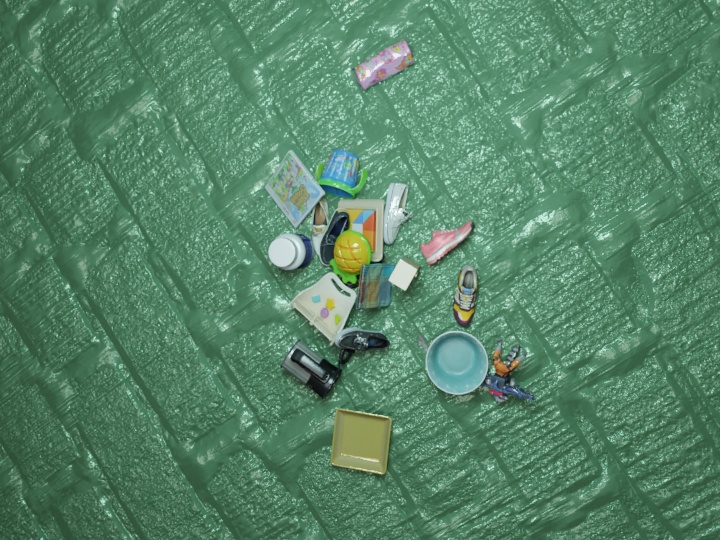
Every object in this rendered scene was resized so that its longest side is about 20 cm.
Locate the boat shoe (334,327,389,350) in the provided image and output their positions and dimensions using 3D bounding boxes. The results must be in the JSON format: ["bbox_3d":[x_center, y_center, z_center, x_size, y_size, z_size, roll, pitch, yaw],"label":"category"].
[{"bbox_3d":[0.011,0.236,1.726,0.197,0.066,0.071,9,102,-33],"label":"boat shoe"}]

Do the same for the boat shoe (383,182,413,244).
[{"bbox_3d":[0.130,-0.185,1.727,0.085,0.074,0.206,8,89,26],"label":"boat shoe"}]

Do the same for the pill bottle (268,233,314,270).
[{"bbox_3d":[-0.230,-0.063,1.734,0.117,0.200,0.122,1,94,9],"label":"pill bottle"}]

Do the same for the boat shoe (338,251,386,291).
[{"bbox_3d":[0.002,0.002,1.767,0.198,0.066,0.075,-32,89,10],"label":"boat shoe"}]

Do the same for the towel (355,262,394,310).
[{"bbox_3d":[0.051,0.051,1.699,0.021,0.199,0.150,10,96,31],"label":"towel"}]

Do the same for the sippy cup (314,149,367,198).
[{"bbox_3d":[-0.064,-0.322,1.731,0.175,0.140,0.133,17,86,-1],"label":"sippy cup"}]

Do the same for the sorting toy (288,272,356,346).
[{"bbox_3d":[-0.104,0.111,1.754,0.199,0.107,0.181,41,106,13],"label":"sorting toy"}]

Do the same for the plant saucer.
[{"bbox_3d":[0.004,0.583,1.814,0.196,0.048,0.204,7,94,9],"label":"plant saucer"}]

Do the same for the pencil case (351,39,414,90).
[{"bbox_3d":[0.075,-0.667,1.705,0.198,0.087,0.089,-26,89,11],"label":"pencil case"}]

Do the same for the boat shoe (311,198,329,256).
[{"bbox_3d":[-0.137,-0.143,1.780,0.073,0.068,0.204,-5,93,10],"label":"boat shoe"}]

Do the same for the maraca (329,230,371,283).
[{"bbox_3d":[-0.033,-0.042,1.693,0.137,0.107,0.201,41,132,15],"label":"maraca"}]

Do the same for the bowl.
[{"bbox_3d":[0.313,0.289,1.713,0.197,0.105,0.205,1,95,9],"label":"bowl"}]

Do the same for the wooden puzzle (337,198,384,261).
[{"bbox_3d":[-0.006,-0.136,1.741,0.182,0.037,0.204,6,93,34],"label":"wooden puzzle"}]

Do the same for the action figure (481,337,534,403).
[{"bbox_3d":[0.485,0.342,1.692,0.198,0.104,0.197,23,103,32],"label":"action figure"}]

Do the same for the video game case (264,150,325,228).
[{"bbox_3d":[-0.224,-0.269,1.755,0.183,0.022,0.200,52,134,4],"label":"video game case"}]

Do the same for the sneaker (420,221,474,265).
[{"bbox_3d":[0.280,-0.107,1.710,0.199,0.074,0.087,-39,86,10],"label":"sneaker"}]

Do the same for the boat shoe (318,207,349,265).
[{"bbox_3d":[-0.085,-0.106,1.734,0.073,0.062,0.203,14,109,-25],"label":"boat shoe"}]

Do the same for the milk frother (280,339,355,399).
[{"bbox_3d":[-0.139,0.293,1.790,0.187,0.181,0.201,34,55,5],"label":"milk frother"}]

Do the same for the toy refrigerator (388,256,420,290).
[{"bbox_3d":[0.145,0.009,1.675,0.069,0.200,0.077,31,97,6],"label":"toy refrigerator"}]

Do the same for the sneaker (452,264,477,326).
[{"bbox_3d":[0.339,0.083,1.703,0.073,0.090,0.204,3,94,9],"label":"sneaker"}]
